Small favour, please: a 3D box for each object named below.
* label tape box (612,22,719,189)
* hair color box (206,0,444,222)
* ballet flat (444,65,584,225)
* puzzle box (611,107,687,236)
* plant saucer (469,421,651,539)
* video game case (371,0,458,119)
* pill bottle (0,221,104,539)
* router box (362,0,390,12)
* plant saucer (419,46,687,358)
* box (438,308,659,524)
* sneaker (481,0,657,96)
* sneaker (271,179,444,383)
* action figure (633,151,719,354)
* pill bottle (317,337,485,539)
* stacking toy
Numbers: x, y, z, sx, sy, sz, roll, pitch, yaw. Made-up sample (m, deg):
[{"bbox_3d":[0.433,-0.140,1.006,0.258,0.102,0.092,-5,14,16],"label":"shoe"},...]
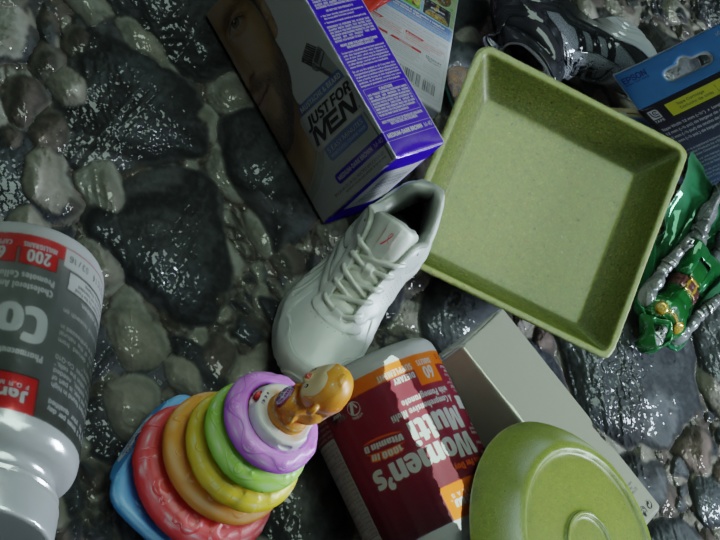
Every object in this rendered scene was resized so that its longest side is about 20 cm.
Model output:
[{"bbox_3d":[0.346,-0.149,1.737,0.200,0.143,0.066,46,44,-21],"label":"label tape box"},{"bbox_3d":[-0.030,-0.153,1.521,0.065,0.109,0.201,-19,75,-42],"label":"hair color box"},{"bbox_3d":[0.146,-0.104,1.660,0.068,0.067,0.201,-18,75,-53],"label":"ballet flat"},{"bbox_3d":[0.298,-0.086,1.802,0.199,0.025,0.134,-1,65,-39],"label":"puzzle box"},{"bbox_3d":[0.153,0.200,1.365,0.200,0.031,0.201,26,54,-40],"label":"plant saucer"},{"bbox_3d":[0.021,-0.240,1.684,0.143,0.018,0.201,28,49,-21],"label":"video game case"},{"bbox_3d":[-0.227,0.080,1.210,0.113,0.114,0.201,22,51,-26],"label":"pill bottle"},{"bbox_3d":[0.078,-0.300,1.585,0.049,0.179,0.200,49,23,-2],"label":"router box"},{"bbox_3d":[0.144,-0.053,1.586,0.199,0.048,0.201,26,73,-8],"label":"plant saucer"},{"bbox_3d":[0.133,0.136,1.488,0.200,0.082,0.068,53,45,0],"label":"box"},{"bbox_3d":[0.189,-0.187,1.750,0.200,0.075,0.114,32,55,-22],"label":"sneaker"},{"bbox_3d":[0.000,0.000,1.441,0.078,0.099,0.200,32,56,0],"label":"sneaker"},{"bbox_3d":[0.295,0.001,1.712,0.118,0.055,0.200,45,59,-16],"label":"action figure"},{"bbox_3d":[0.045,0.159,1.381,0.109,0.109,0.201,-14,73,-43],"label":"pill bottle"},{"bbox_3d":[-0.068,0.110,1.257,0.110,0.200,0.116,42,46,-9],"label":"stacking toy"}]
